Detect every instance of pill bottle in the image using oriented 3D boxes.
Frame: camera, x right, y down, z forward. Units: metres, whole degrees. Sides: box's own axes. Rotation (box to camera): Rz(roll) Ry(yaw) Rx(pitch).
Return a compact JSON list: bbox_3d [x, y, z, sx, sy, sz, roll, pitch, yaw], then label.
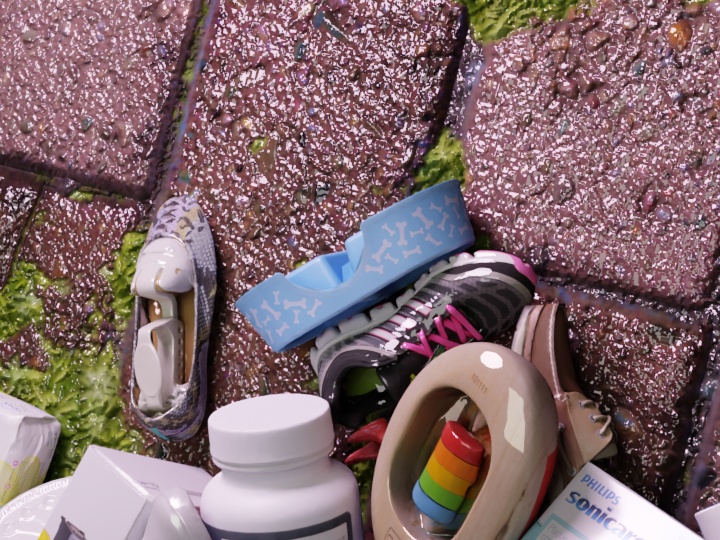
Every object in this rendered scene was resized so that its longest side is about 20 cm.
[{"bbox_3d":[-0.056,0.199,1.453,0.119,0.120,0.200,0,104,27],"label":"pill bottle"}]

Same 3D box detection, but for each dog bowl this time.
[{"bbox_3d":[0.000,0.000,1.495,0.200,0.111,0.050,-31,84,20],"label":"dog bowl"}]

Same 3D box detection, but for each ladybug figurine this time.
[{"bbox_3d":[0.077,0.140,1.380,0.136,0.072,0.200,48,123,36],"label":"ladybug figurine"}]

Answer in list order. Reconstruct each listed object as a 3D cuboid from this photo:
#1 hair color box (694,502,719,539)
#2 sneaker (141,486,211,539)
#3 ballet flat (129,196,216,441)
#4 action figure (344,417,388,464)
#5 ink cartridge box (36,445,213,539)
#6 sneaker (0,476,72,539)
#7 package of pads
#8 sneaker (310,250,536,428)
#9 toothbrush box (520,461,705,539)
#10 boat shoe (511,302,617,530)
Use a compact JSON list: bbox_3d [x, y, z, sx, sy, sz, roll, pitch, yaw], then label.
[{"bbox_3d":[0.313,0.237,1.329,0.100,0.060,0.200,-27,71,21],"label":"hair color box"},{"bbox_3d":[-0.156,0.250,1.442,0.075,0.088,0.200,49,140,48],"label":"sneaker"},{"bbox_3d":[-0.154,0.036,1.586,0.072,0.072,0.201,-4,81,26],"label":"ballet flat"},{"bbox_3d":[0.033,0.218,1.457,0.099,0.065,0.200,-31,67,-16],"label":"action figure"},{"bbox_3d":[-0.187,0.247,1.527,0.086,0.148,0.200,33,97,36],"label":"ink cartridge box"},{"bbox_3d":[-0.267,0.268,1.611,0.200,0.147,0.081,-33,47,-28],"label":"sneaker"},{"bbox_3d":[-0.350,0.190,1.663,0.154,0.068,0.200,21,93,28],"label":"package of pads"},{"bbox_3d":[0.046,0.058,1.462,0.200,0.074,0.088,-27,36,24],"label":"sneaker"},{"bbox_3d":[0.150,0.250,1.309,0.200,0.085,0.146,-47,39,-7],"label":"toothbrush box"},{"bbox_3d":[0.150,0.123,1.425,0.074,0.076,0.201,-2,90,21],"label":"boat shoe"}]
